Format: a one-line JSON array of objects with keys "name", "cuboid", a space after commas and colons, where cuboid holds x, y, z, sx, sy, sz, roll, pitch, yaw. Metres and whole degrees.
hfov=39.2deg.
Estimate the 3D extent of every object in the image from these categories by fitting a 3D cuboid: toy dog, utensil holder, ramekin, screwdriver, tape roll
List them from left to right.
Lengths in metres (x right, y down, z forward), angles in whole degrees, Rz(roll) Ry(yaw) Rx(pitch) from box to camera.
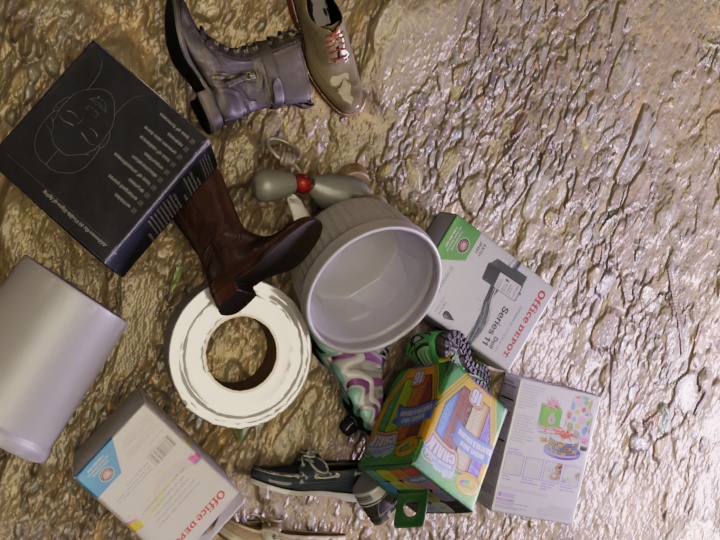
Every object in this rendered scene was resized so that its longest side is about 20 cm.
[{"name": "utensil holder", "cuboid": [-0.408, 0.107, 1.261, 0.169, 0.170, 0.202, 35, 80, -16]}, {"name": "tape roll", "cuboid": [-0.169, 0.110, 1.385, 0.198, 0.071, 0.207, -1, 94, -18]}, {"name": "toy dog", "cuboid": [-0.060, -0.092, 1.396, 0.196, 0.133, 0.097, 17, 125, -12]}, {"name": "ramekin", "cuboid": [0.000, 0.000, 1.349, 0.197, 0.105, 0.203, -14, 129, -18]}, {"name": "screwdriver", "cuboid": [0.050, 0.173, 1.483, 0.199, 0.029, 0.028, -39, 103, -15]}]

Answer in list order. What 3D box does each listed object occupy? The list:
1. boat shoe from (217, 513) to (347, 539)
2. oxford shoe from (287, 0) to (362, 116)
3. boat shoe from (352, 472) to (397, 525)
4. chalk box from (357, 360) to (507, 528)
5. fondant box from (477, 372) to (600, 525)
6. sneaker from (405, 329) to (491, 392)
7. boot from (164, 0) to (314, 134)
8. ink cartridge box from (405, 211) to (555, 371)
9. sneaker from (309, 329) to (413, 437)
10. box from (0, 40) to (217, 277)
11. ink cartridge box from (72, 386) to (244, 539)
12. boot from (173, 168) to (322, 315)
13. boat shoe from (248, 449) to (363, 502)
[{"name": "boat shoe", "cuboid": [-0.110, 0.377, 1.424, 0.198, 0.073, 0.064, 25, 80, -28]}, {"name": "oxford shoe", "cuboid": [-0.045, -0.309, 1.394, 0.070, 0.075, 0.203, -28, 101, -14]}, {"name": "boat shoe", "cuboid": [0.061, 0.277, 1.445, 0.200, 0.070, 0.064, -44, 114, -38]}, {"name": "chalk box", "cuboid": [0.089, 0.243, 1.347, 0.124, 0.124, 0.202, 41, 57, -24]}, {"name": "fondant box", "cuboid": [0.271, 0.271, 1.540, 0.142, 0.058, 0.204, 14, 90, -18]}, {"name": "sneaker", "cuboid": [0.131, 0.151, 1.467, 0.079, 0.084, 0.201, -61, 137, -32]}, {"name": "boot", "cuboid": [-0.162, -0.293, 1.372, 0.172, 0.069, 0.203, -25, 104, -20]}, {"name": "ink cartridge box", "cuboid": [0.165, 0.032, 1.477, 0.198, 0.083, 0.148, 34, 84, -17]}, {"name": "sneaker", "cuboid": [0.024, 0.130, 1.434, 0.139, 0.078, 0.202, -31, 91, -17]}, {"name": "box", "cuboid": [-0.317, -0.136, 1.269, 0.199, 0.124, 0.197, 40, 80, 3]}, {"name": "ink cartridge box", "cuboid": [-0.263, 0.277, 1.336, 0.129, 0.125, 0.200, -45, 105, -9]}, {"name": "boot", "cuboid": [-0.157, -0.073, 1.314, 0.185, 0.202, 0.064, -37, 149, 14]}, {"name": "boat shoe", "cuboid": [-0.061, 0.286, 1.427, 0.196, 0.075, 0.063, 10, 92, -19]}]
